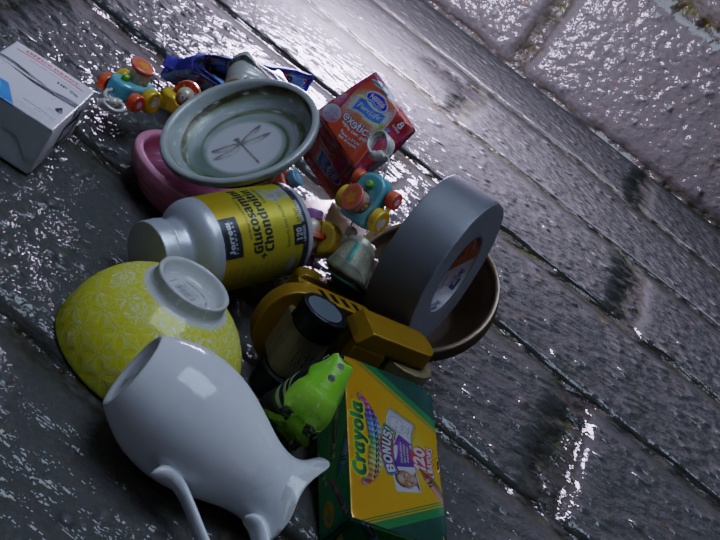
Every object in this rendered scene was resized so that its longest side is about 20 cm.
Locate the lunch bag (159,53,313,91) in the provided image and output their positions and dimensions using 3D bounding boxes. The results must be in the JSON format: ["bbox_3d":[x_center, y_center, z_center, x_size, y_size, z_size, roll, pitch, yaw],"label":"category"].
[{"bbox_3d":[-0.193,-0.276,1.800,0.198,0.095,0.150,19,-3,-25],"label":"lunch bag"}]

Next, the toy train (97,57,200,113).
[{"bbox_3d":[-0.240,-0.215,1.590,0.198,0.056,0.150,20,19,-25],"label":"toy train"}]

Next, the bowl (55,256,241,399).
[{"bbox_3d":[-0.191,0.051,1.229,0.199,0.108,0.201,30,23,-14],"label":"bowl"}]

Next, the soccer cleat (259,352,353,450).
[{"bbox_3d":[-0.051,0.128,1.213,0.067,0.081,0.200,41,-19,-4],"label":"soccer cleat"}]

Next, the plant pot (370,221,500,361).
[{"bbox_3d":[0.080,0.042,1.596,0.198,0.093,0.203,-1,56,2],"label":"plant pot"}]

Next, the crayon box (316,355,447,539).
[{"bbox_3d":[0.018,0.197,1.259,0.118,0.058,0.201,24,41,-27],"label":"crayon box"}]

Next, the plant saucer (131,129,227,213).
[{"bbox_3d":[-0.204,-0.103,1.559,0.199,0.051,0.201,28,21,-12],"label":"plant saucer"}]

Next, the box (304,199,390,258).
[{"bbox_3d":[-0.059,-0.057,1.614,0.162,0.021,0.200,0,20,13],"label":"box"}]

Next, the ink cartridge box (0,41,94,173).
[{"bbox_3d":[-0.395,-0.203,1.464,0.115,0.068,0.200,33,23,-9],"label":"ink cartridge box"}]

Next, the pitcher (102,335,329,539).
[{"bbox_3d":[-0.138,0.168,1.093,0.200,0.121,0.172,43,34,-14],"label":"pitcher"}]

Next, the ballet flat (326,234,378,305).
[{"bbox_3d":[0.000,0.000,1.457,0.067,0.063,0.200,31,-7,4],"label":"ballet flat"}]

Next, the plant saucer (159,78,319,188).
[{"bbox_3d":[-0.144,-0.156,1.503,0.198,0.051,0.201,-6,44,6],"label":"plant saucer"}]

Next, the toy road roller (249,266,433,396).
[{"bbox_3d":[-0.029,0.080,1.385,0.199,0.123,0.146,24,24,-26],"label":"toy road roller"}]

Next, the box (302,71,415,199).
[{"bbox_3d":[-0.010,-0.172,1.610,0.096,0.099,0.200,54,-13,-1],"label":"box"}]

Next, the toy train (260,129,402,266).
[{"bbox_3d":[-0.049,-0.092,1.475,0.055,0.199,0.152,20,53,-60],"label":"toy train"}]

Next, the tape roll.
[{"bbox_3d":[0.087,-0.011,1.454,0.066,0.201,0.200,35,22,16],"label":"tape roll"}]

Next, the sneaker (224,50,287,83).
[{"bbox_3d":[-0.108,-0.235,1.720,0.200,0.075,0.088,36,40,-42],"label":"sneaker"}]

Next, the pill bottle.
[{"bbox_3d":[-0.159,-0.032,1.398,0.199,0.113,0.112,-15,53,-41],"label":"pill bottle"}]

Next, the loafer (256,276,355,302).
[{"bbox_3d":[-0.039,0.056,1.485,0.200,0.068,0.076,41,23,8],"label":"loafer"}]
